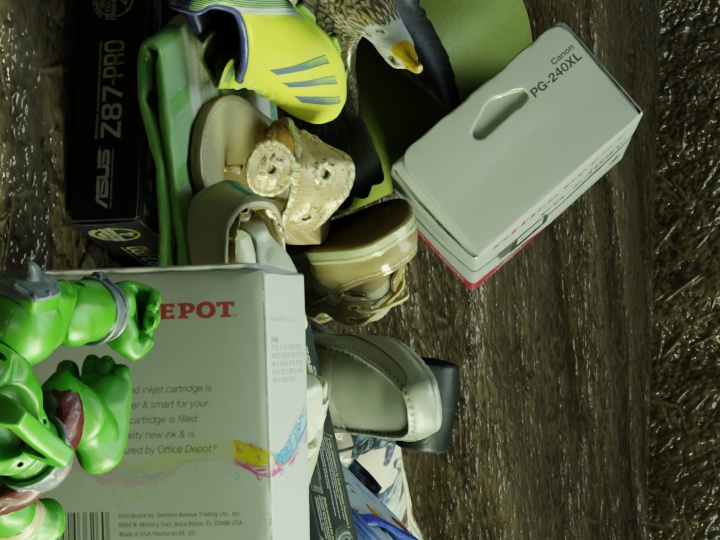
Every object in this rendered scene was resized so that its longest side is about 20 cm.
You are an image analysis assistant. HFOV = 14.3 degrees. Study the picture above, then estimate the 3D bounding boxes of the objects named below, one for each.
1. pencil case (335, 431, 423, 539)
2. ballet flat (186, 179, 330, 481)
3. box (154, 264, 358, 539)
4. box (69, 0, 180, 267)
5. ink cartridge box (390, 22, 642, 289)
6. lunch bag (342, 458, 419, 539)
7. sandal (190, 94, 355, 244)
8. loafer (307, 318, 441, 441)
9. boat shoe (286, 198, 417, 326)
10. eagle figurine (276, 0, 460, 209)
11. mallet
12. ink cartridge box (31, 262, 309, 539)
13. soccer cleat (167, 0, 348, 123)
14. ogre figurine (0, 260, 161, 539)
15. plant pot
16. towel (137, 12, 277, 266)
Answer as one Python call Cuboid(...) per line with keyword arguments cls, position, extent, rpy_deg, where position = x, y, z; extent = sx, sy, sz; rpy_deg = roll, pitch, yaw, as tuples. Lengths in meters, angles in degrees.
Cuboid(cls="pencil case", position=(0.000, 0.150, 2.068), extent=(0.078, 0.089, 0.201), rpy_deg=(-72, 156, -48))
Cuboid(cls="ballet flat", position=(-0.052, 0.049, 1.598), extent=(0.069, 0.069, 0.201), rpy_deg=(-44, 123, -71))
Cuboid(cls="box", position=(-0.068, 0.109, 1.694), extent=(0.160, 0.043, 0.201), rpy_deg=(24, 47, -56))
Cuboid(cls="box", position=(-0.121, -0.105, 1.702), extent=(0.161, 0.049, 0.201), rpy_deg=(39, 51, -70))
Cuboid(cls="ink cartridge box", position=(0.099, -0.071, 1.865), extent=(0.083, 0.145, 0.200), rpy_deg=(49, -2, 5))
Cuboid(cls="lunch bag", position=(-0.015, 0.172, 1.860), extent=(0.076, 0.160, 0.200), rpy_deg=(-48, 159, 2))
Cuboid(cls="sandal", position=(-0.033, -0.058, 1.698), extent=(0.212, 0.069, 0.078), rpy_deg=(30, 59, -71))
Cuboid(cls="loafer", position=(-0.021, 0.073, 1.814), extent=(0.070, 0.200, 0.070), rpy_deg=(-16, 106, -31))
Cuboid(cls="boat shoe", position=(0.000, 0.000, 1.845), extent=(0.067, 0.074, 0.200), rpy_deg=(62, -14, -5))
Cuboid(cls="eagle figurine", position=(-0.004, -0.156, 1.803), extent=(0.201, 0.151, 0.152), rpy_deg=(93, -4, -51))
Cuboid(cls="mallet", position=(-0.014, 0.101, 1.944), extent=(0.199, 0.041, 0.066), rpy_deg=(-7, 103, -39))
Cuboid(cls="ink cartridge box", position=(-0.105, 0.100, 1.531), extent=(0.086, 0.147, 0.201), rpy_deg=(11, 78, -75))
Cuboid(cls="soccer cleat", position=(-0.063, -0.129, 1.641), extent=(0.084, 0.064, 0.200), rpy_deg=(-66, 154, -19))
Cuboid(cls="ogre figurine", position=(-0.167, 0.077, 1.368), extent=(0.200, 0.098, 0.120), rpy_deg=(-44, 147, -6))
Cuboid(cls="plant pot", position=(-0.007, -0.124, 1.954), extent=(0.200, 0.186, 0.188), rpy_deg=(-49, 138, -47))
Cuboid(cls="towel", position=(-0.090, -0.086, 1.682), extent=(0.200, 0.031, 0.150), rpy_deg=(-49, 134, -68))
